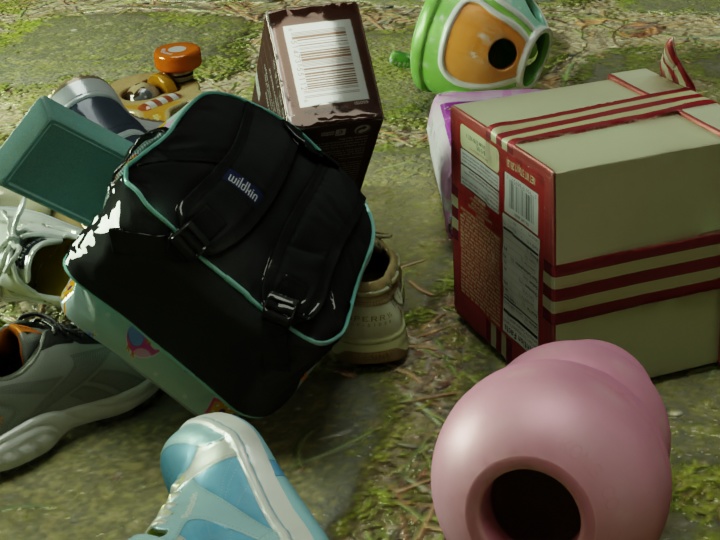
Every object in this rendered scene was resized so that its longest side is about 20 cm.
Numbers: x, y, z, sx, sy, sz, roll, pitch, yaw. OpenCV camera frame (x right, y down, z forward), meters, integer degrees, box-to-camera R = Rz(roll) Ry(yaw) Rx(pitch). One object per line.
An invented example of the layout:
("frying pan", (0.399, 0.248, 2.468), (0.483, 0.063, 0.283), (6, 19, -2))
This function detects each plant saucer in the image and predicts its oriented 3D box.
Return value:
("plant saucer", (-0.164, -0.052, 1.097), (0.199, 0.070, 0.019), (28, 16, -47))

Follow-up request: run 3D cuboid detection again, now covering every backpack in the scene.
("backpack", (-0.086, -0.014, 1.024), (0.175, 0.153, 0.201), (36, 38, -8))

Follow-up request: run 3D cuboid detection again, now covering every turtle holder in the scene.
("turtle holder", (0.123, -0.228, 1.610), (0.131, 0.142, 0.186), (22, -10, 18))

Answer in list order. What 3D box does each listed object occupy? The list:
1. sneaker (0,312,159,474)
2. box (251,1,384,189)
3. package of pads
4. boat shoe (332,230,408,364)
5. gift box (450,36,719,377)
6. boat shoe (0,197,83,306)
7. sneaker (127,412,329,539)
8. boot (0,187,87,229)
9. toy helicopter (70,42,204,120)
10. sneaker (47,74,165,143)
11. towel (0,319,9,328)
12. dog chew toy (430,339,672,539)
("sneaker", (-0.190, 0.060, 1.020), (0.073, 0.080, 0.200), (11, 26, 33))
("box", (-0.039, -0.105, 1.194), (0.074, 0.200, 0.101), (-8, 67, -11))
("package of pads", (0.121, -0.091, 1.333), (0.119, 0.076, 0.200), (-2, 23, -1))
("boat shoe", (0.000, 0.000, 1.153), (0.072, 0.063, 0.200), (-7, 24, -8))
("gift box", (0.178, -0.041, 1.068), (0.185, 0.202, 0.185), (-10, 29, -19))
("boat shoe", (-0.231, -0.007, 1.138), (0.200, 0.075, 0.086), (19, -11, 20))
("sneaker", (-0.099, 0.142, 0.820), (0.129, 0.080, 0.200), (-11, 24, -22))
("boot", (-0.286, -0.030, 1.248), (0.154, 0.073, 0.200), (-22, 36, -30))
("toy helicopter", (-0.205, -0.145, 1.501), (0.131, 0.080, 0.200), (-8, 28, -9))
("sneaker", (-0.161, -0.066, 1.207), (0.070, 0.200, 0.109), (-38, 67, 7))
("towel", (-0.285, 0.008, 1.055), (0.086, 0.200, 0.018), (24, 80, 44))
("dog chew toy", (0.112, 0.095, 0.861), (0.123, 0.126, 0.200), (5, 16, 17))
